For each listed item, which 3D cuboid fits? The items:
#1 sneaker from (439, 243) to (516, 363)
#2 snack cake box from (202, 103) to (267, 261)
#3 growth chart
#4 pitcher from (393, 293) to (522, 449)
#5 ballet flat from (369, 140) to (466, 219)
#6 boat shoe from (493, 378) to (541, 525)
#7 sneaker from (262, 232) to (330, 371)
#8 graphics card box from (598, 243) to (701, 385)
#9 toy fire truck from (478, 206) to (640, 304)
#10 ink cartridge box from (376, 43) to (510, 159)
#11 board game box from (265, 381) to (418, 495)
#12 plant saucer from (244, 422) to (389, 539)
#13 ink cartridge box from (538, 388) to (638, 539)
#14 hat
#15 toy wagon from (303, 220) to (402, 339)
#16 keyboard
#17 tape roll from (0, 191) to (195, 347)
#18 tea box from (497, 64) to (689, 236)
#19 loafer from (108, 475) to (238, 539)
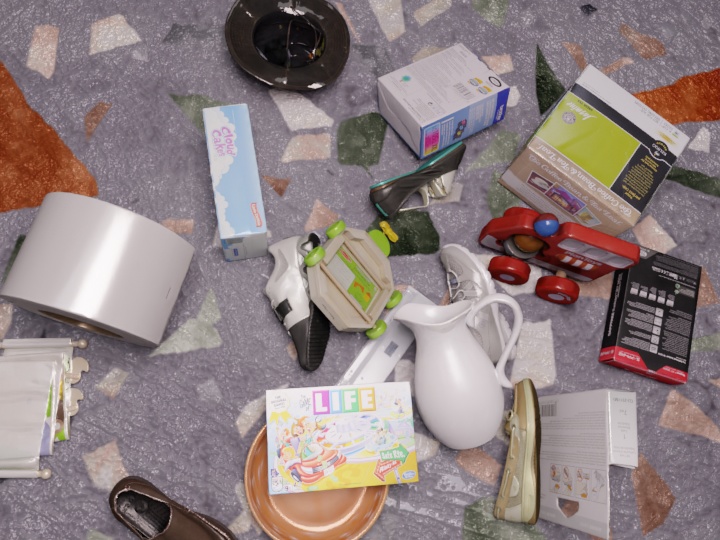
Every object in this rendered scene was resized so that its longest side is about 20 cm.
[{"bbox_3d":[0.163,0.054,0.893,0.082,0.075,0.200,-21,79,-14],"label":"sneaker"},{"bbox_3d":[-0.184,-0.127,0.874,0.067,0.115,0.200,-9,76,-10],"label":"snack cake box"},{"bbox_3d":[-0.455,0.185,0.802,0.144,0.018,0.200,8,74,-6],"label":"growth chart"},{"bbox_3d":[0.151,0.135,0.815,0.171,0.121,0.200,-12,101,20],"label":"pitcher"},{"bbox_3d":[0.100,-0.139,0.942,0.200,0.068,0.068,-30,99,-24],"label":"ballet flat"},{"bbox_3d":[0.226,0.257,0.855,0.063,0.073,0.201,-2,79,23],"label":"boat shoe"},{"bbox_3d":[-0.097,0.049,0.868,0.088,0.074,0.200,-8,78,17],"label":"sneaker"},{"bbox_3d":[0.465,0.069,0.945,0.125,0.051,0.200,17,74,-3],"label":"graphics card box"},{"bbox_3d":[0.289,-0.038,0.888,0.200,0.168,0.112,21,73,-2],"label":"toy fire truck"},{"bbox_3d":[0.146,-0.286,0.966,0.200,0.076,0.137,-28,61,-12],"label":"ink cartridge box"},{"bbox_3d":[-0.027,0.225,0.804,0.200,0.034,0.135,-2,75,-9],"label":"board game box"},{"bbox_3d":[-0.060,0.283,0.821,0.200,0.037,0.201,2,75,-8],"label":"plant saucer"},{"bbox_3d":[0.298,0.253,0.793,0.043,0.200,0.174,7,74,-7],"label":"ink cartridge box"},{"bbox_3d":[-0.121,-0.365,0.968,0.200,0.081,0.201,3,79,-15],"label":"hat"},{"bbox_3d":[0.000,0.000,0.877,0.155,0.040,0.200,51,43,-17],"label":"toy wagon"},{"bbox_3d":[0.040,0.115,0.896,0.056,0.011,0.200,38,74,-2],"label":"keyboard"},{"bbox_3d":[-0.337,0.006,0.772,0.202,0.203,0.139,18,73,-3],"label":"tape roll"},{"bbox_3d":[0.372,-0.178,0.956,0.200,0.134,0.197,39,73,4],"label":"tea box"},{"bbox_3d":[-0.244,0.340,0.761,0.200,0.071,0.073,29,73,1],"label":"loafer"}]
